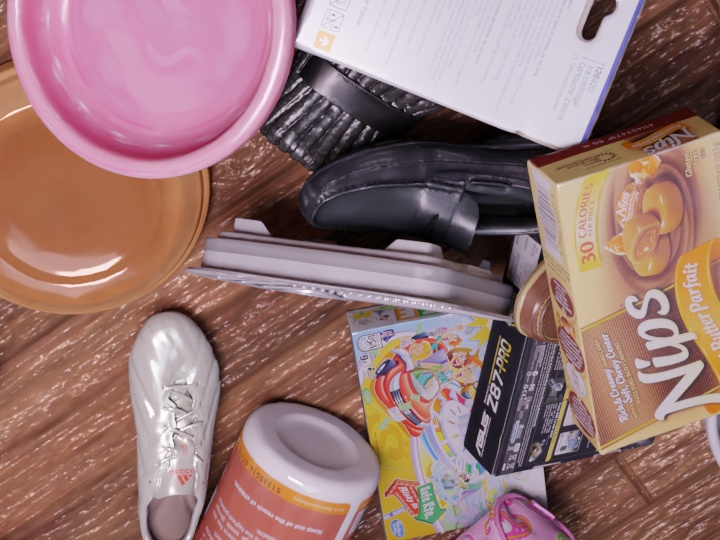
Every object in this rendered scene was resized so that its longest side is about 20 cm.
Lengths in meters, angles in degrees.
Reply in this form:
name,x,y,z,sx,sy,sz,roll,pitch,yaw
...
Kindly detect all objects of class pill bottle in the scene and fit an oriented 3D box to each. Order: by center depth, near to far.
name,x,y,z,sx,sy,sz,roll,pitch,yaw
pill bottle,-0.072,0.211,1.248,0.112,0.112,0.201,18,114,-17

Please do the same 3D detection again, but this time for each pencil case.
name,x,y,z,sx,sy,sz,roll,pitch,yaw
pencil case,0.088,0.265,1.298,0.087,0.088,0.200,23,126,-19

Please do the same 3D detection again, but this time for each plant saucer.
name,x,y,z,sx,sy,sz,roll,pitch,yaw
plant saucer,-0.130,-0.161,1.035,0.200,0.051,0.202,4,101,19
plant saucer,-0.203,-0.053,1.130,0.199,0.038,0.201,-4,119,-7

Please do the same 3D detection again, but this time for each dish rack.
name,x,y,z,sx,sy,sz,roll,pitch,yaw
dish rack,0.000,0.000,1.101,0.199,0.171,0.044,8,87,25

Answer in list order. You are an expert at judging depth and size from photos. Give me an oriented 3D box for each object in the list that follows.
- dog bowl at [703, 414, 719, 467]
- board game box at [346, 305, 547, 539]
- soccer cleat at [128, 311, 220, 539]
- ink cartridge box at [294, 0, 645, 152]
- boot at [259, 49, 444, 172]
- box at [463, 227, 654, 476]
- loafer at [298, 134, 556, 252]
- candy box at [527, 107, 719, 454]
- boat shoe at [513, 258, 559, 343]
name,x,y,z,sx,sy,sz,roll,pitch,yaw
dog bowl,0.350,0.083,1.189,0.199,0.079,0.201,1,123,2
board game box,0.070,0.112,1.261,0.134,0.034,0.201,-12,119,-3
soccer cleat,-0.139,0.127,1.213,0.069,0.078,0.201,-1,118,-8
ink cartridge box,0.082,-0.198,1.023,0.199,0.047,0.198,21,99,-10
boot,0.050,-0.118,1.107,0.210,0.079,0.158,25,105,-9
box,0.170,0.049,1.203,0.161,0.049,0.201,-7,121,-29
loafer,0.059,-0.048,1.081,0.200,0.071,0.068,-6,151,-16
candy box,0.184,0.009,1.049,0.115,0.055,0.201,-17,116,-9
boat shoe,0.199,0.009,1.120,0.199,0.068,0.072,-15,123,-28
